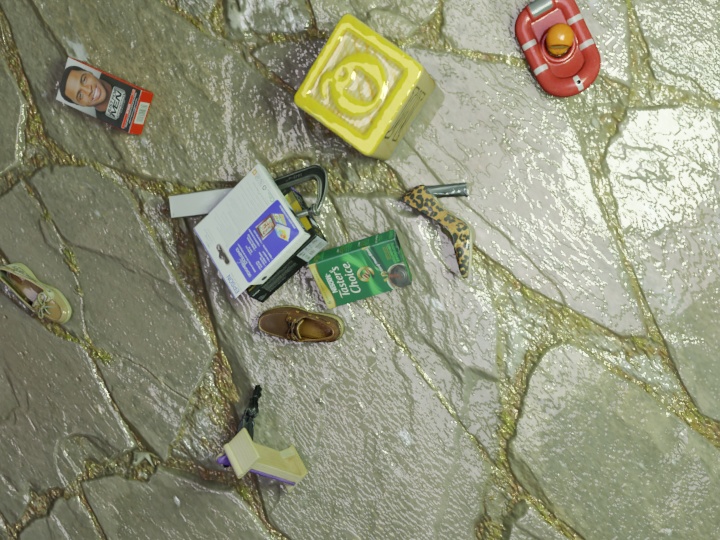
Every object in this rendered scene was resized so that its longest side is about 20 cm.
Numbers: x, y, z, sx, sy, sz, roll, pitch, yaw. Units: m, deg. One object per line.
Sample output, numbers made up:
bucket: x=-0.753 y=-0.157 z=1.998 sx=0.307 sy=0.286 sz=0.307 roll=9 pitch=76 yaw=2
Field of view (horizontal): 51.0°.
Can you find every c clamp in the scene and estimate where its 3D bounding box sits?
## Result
c clamp: x=-0.146 y=-0.129 z=1.569 sx=0.196 sy=0.027 sz=0.175 roll=-21 pitch=57 yaw=26

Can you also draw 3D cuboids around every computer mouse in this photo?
computer mouse: x=-0.254 y=0.364 z=1.662 sx=0.045 sy=0.141 sz=0.204 roll=22 pitch=100 yaw=-4

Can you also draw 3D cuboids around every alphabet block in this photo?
alphabet block: x=0.014 y=-0.352 z=1.490 sx=0.193 sy=0.200 sz=0.199 roll=34 pitch=101 yaw=7

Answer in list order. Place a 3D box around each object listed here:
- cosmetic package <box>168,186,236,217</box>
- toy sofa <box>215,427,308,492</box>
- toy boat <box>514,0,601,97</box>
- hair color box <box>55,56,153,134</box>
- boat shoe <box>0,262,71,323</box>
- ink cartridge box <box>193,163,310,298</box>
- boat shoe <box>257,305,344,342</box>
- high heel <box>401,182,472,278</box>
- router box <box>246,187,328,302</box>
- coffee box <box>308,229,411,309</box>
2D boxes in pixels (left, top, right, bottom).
cosmetic package: x=-0.310 y=-0.150 z=1.650 sx=0.195 sy=0.082 sz=0.052 roll=-6 pitch=94 yaw=12
toy sofa: x=-0.210 y=0.419 z=1.617 sx=0.098 sy=0.200 sz=0.083 roll=-44 pitch=52 yaw=5
toy boat: x=0.379 y=-0.434 z=1.443 sx=0.128 sy=0.131 sz=0.204 roll=-27 pitch=89 yaw=14
hair color box: x=-0.574 y=-0.391 z=1.697 sx=0.196 sy=0.061 sz=0.104 roll=24 pitch=101 yaw=10
boat shoe: x=-0.772 y=0.058 z=1.783 sx=0.198 sy=0.063 sz=0.074 roll=35 pitch=101 yaw=7
ink cartridge box: x=-0.224 y=-0.079 z=1.544 sx=0.199 sy=0.043 sz=0.200 roll=-41 pitch=65 yaw=12
boat shoe: x=-0.135 y=0.119 z=1.643 sx=0.195 sy=0.067 sz=0.074 roll=5 pitch=97 yaw=12
high heel: x=0.158 y=-0.079 z=1.552 sx=0.139 sy=0.071 sz=0.206 roll=-5 pitch=78 yaw=7
router box: x=-0.181 y=-0.058 z=1.610 sx=0.199 sy=0.052 sz=0.159 roll=-41 pitch=56 yaw=13
coffee box: x=0.000 y=0.000 z=1.589 sx=0.195 sy=0.044 sz=0.125 roll=-15 pitch=121 yaw=13
